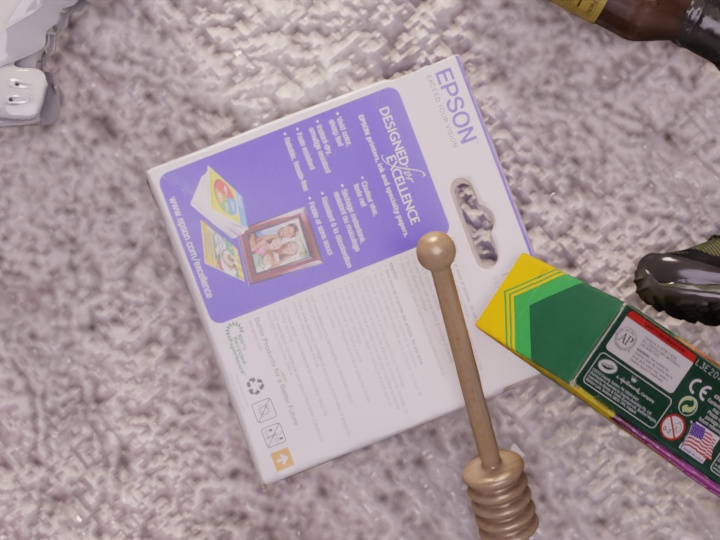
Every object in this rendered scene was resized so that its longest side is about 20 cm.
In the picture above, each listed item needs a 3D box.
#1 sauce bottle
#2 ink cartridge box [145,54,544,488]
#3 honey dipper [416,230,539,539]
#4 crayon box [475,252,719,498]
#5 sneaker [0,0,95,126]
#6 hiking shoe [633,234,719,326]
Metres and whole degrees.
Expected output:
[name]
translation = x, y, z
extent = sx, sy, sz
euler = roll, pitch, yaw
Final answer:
[sauce bottle]
translation = 0.144, -0.177, 1.436
extent = 0.199, 0.065, 0.065
euler = 28, 88, -2
[ink cartridge box]
translation = 0.000, 0.000, 1.436
extent = 0.199, 0.043, 0.199
euler = -21, 91, -3
[honey dipper]
translation = 0.062, 0.067, 1.398
extent = 0.038, 0.038, 0.201
euler = -18, 116, -2
[crayon box]
translation = 0.178, 0.076, 1.352
extent = 0.200, 0.173, 0.058
euler = 34, 91, -17
[sneaker]
translation = -0.179, -0.150, 1.424
extent = 0.199, 0.075, 0.116
euler = -20, 90, 4
[hiking shoe]
translation = 0.251, -0.026, 1.437
extent = 0.199, 0.076, 0.101
euler = -8, 80, -10
